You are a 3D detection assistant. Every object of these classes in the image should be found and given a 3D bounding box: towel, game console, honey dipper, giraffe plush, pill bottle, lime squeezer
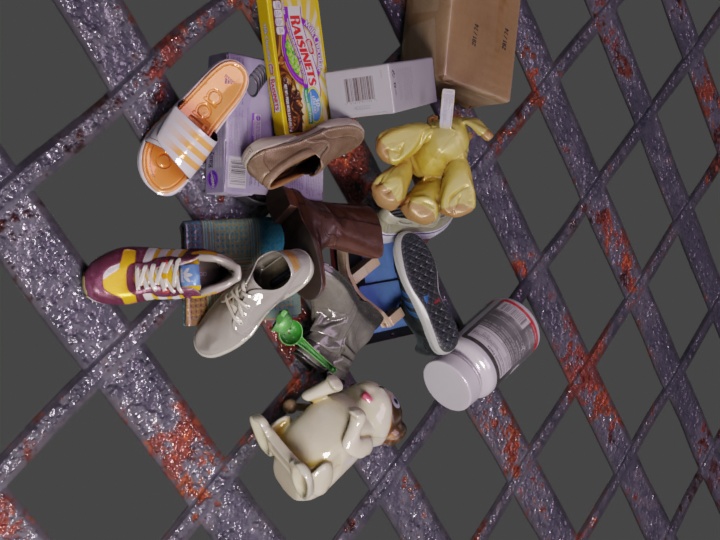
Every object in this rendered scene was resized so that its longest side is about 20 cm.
[{"bbox_3d":[-0.165,0.000,1.560,0.199,0.022,0.147,-4,94,-44],"label":"towel"},{"bbox_3d":[0.034,0.020,1.752,0.200,0.031,0.178,-9,97,-45],"label":"game console"},{"bbox_3d":[-0.037,0.211,1.685,0.199,0.038,0.038,9,85,-41],"label":"honey dipper"},{"bbox_3d":[0.106,-0.174,1.713,0.172,0.162,0.201,22,95,-2],"label":"giraffe plush"},{"bbox_3d":[0.200,0.140,1.862,0.200,0.114,0.114,-37,116,-38],"label":"pill bottle"},{"bbox_3d":[-0.095,0.086,1.532,0.038,0.071,0.200,-38,147,-3],"label":"lime squeezer"}]

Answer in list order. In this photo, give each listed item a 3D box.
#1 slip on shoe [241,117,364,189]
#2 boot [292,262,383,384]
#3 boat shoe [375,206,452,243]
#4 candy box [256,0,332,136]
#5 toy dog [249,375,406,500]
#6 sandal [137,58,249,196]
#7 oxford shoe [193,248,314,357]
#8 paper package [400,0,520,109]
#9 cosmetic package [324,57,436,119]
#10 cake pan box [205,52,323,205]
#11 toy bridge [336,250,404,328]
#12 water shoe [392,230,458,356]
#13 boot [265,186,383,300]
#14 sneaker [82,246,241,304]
[{"bbox_3d":[-0.068,-0.157,1.535,0.200,0.076,0.061,-16,59,-41],"label":"slip on shoe"},{"bbox_3d":[-0.057,0.073,1.613,0.200,0.068,0.131,44,71,-33],"label":"boot"},{"bbox_3d":[0.091,-0.087,1.765,0.200,0.062,0.072,-20,77,-46],"label":"boat shoe"},{"bbox_3d":[-0.089,-0.284,1.560,0.102,0.026,0.201,-16,101,-48],"label":"candy box"},{"bbox_3d":[-0.027,0.237,1.595,0.200,0.139,0.194,-32,136,-20],"label":"toy dog"},{"bbox_3d":[-0.213,-0.193,1.446,0.079,0.059,0.207,36,80,-16],"label":"sandal"},{"bbox_3d":[-0.148,0.039,1.462,0.075,0.200,0.058,56,15,22],"label":"oxford shoe"},{"bbox_3d":[0.163,-0.380,1.822,0.190,0.103,0.201,10,83,-46],"label":"paper package"},{"bbox_3d":[0.034,-0.269,1.649,0.200,0.101,0.072,-31,115,-64],"label":"cosmetic package"},{"bbox_3d":[-0.130,-0.192,1.570,0.184,0.052,0.201,0,91,-43],"label":"cake pan box"},{"bbox_3d":[0.000,0.000,1.687,0.067,0.027,0.201,-39,111,-38],"label":"toy bridge"},{"bbox_3d":[0.082,0.040,1.731,0.071,0.079,0.201,-21,92,-40],"label":"water shoe"},{"bbox_3d":[-0.027,-0.030,1.566,0.200,0.064,0.187,14,50,-47],"label":"boot"},{"bbox_3d":[-0.248,0.003,1.416,0.199,0.090,0.075,-9,96,-36],"label":"sneaker"}]
